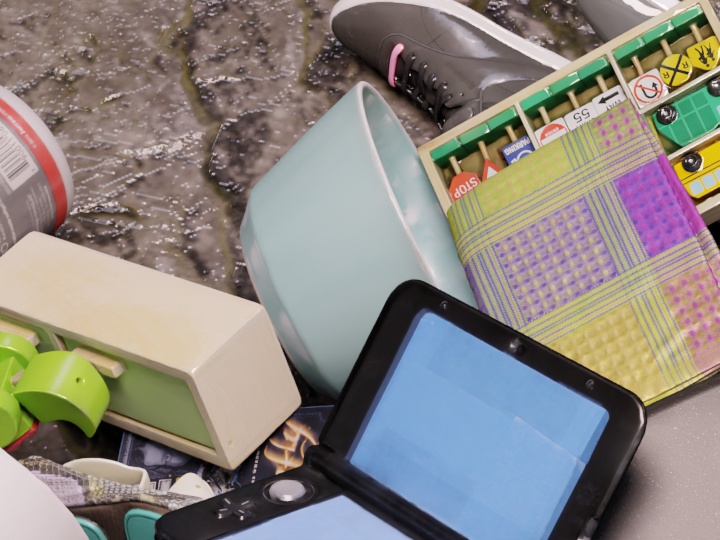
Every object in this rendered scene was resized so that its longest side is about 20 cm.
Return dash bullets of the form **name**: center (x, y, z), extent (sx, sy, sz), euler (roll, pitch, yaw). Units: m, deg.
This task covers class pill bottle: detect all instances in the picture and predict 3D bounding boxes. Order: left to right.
- **pill bottle**: center (-0.277, -0.019, 1.613), extent (0.116, 0.116, 0.200), euler (32, 55, 22)

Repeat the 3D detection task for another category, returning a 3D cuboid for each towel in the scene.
- **towel**: center (0.137, 0.009, 1.545), extent (0.144, 0.023, 0.200), euler (-30, 56, 10)

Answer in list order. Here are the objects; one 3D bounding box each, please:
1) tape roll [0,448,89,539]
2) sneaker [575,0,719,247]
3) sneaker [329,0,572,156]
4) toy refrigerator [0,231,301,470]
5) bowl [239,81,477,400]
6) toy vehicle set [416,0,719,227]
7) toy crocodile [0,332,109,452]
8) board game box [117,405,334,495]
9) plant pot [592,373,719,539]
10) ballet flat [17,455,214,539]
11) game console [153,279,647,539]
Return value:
- **tape roll**: center (-0.245, 0.146, 1.457), extent (0.202, 0.202, 0.071), euler (21, 59, 16)
- **sneaker**: center (0.182, -0.088, 1.658), extent (0.200, 0.084, 0.121), euler (44, 66, 0)
- **sneaker**: center (0.056, -0.108, 1.702), extent (0.200, 0.071, 0.099), euler (24, 54, 13)
- **toy refrigerator**: center (-0.136, 0.046, 1.555), extent (0.200, 0.076, 0.070), euler (18, 50, 40)
- **bowl**: center (0.000, 0.000, 1.574), extent (0.105, 0.201, 0.201), euler (-25, 56, 9)
- **toy vehicle set**: center (0.146, -0.065, 1.607), extent (0.200, 0.027, 0.124), euler (-29, 69, 11)
- **toy crocodile**: center (-0.236, 0.093, 1.547), extent (0.200, 0.062, 0.068), euler (-24, 29, 22)
- **board game box**: center (-0.083, 0.174, 1.504), extent (0.135, 0.035, 0.200), euler (-5, 56, 20)
- **plant pot**: center (0.177, 0.177, 1.410), extent (0.177, 0.200, 0.200), euler (-10, 61, -5)
- **ballet flat**: center (-0.121, 0.137, 1.485), extent (0.200, 0.072, 0.072), euler (9, 54, 27)
- **game console**: center (0.016, 0.105, 1.359), extent (0.176, 0.116, 0.200), euler (-16, 29, -34)
